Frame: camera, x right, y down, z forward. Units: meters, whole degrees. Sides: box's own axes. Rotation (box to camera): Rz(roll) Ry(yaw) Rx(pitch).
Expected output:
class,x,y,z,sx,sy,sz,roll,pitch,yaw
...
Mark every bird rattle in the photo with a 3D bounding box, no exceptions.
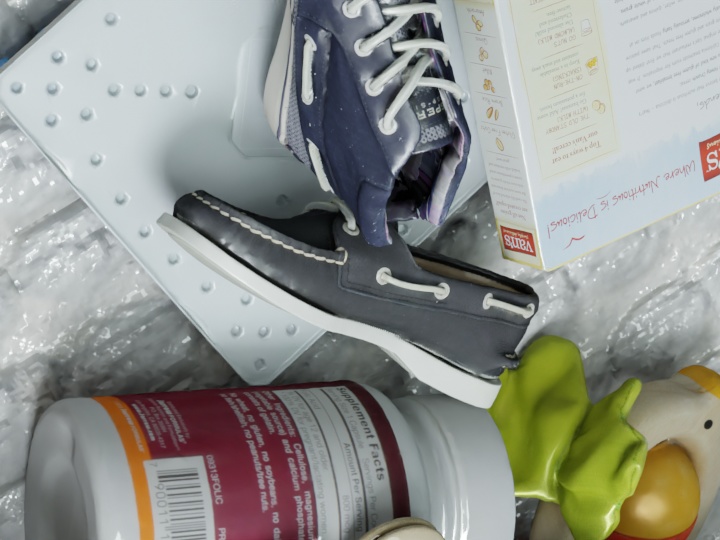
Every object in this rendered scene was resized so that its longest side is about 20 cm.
class,x,y,z,sx,sy,sz,roll,pitch,yaw
bird rattle,0.123,0.128,1.199,0.163,0.113,0.200,-23,123,-36

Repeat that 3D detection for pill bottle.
class,x,y,z,sx,sy,sz,roll,pitch,yaw
pill bottle,-0.040,0.107,1.098,0.200,0.114,0.114,-2,110,-26

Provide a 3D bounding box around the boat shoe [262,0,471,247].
class,x,y,z,sx,sy,sz,roll,pitch,yaw
boat shoe,0.014,-0.099,0.982,0.075,0.093,0.200,-24,147,-22

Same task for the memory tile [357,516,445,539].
class,x,y,z,sx,sy,sz,roll,pitch,yaw
memory tile,-0.050,0.188,1.058,0.200,0.017,0.153,-18,133,-20

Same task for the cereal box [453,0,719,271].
class,x,y,z,sx,sy,sz,roll,pitch,yaw
cereal box,0.111,-0.116,1.108,0.144,0.040,0.200,-23,113,-29

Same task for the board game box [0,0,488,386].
class,x,y,z,sx,sy,sz,roll,pitch,yaw
board game box,-0.033,-0.080,1.081,0.200,0.026,0.200,-43,121,-6

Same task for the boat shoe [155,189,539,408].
class,x,y,z,sx,sy,sz,roll,pitch,yaw
boat shoe,0.000,0.000,1.070,0.200,0.074,0.060,27,96,-35
